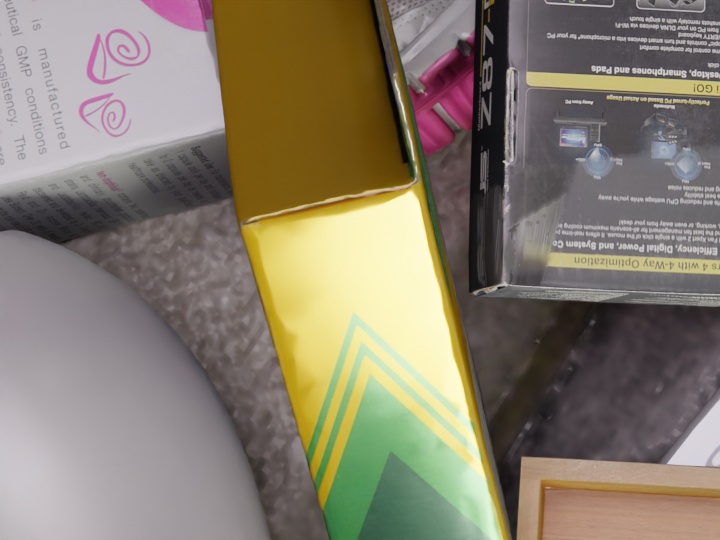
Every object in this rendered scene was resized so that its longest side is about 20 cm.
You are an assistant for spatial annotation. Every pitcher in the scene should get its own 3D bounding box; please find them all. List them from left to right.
[{"bbox_3d":[-0.096,0.106,0.885,0.171,0.121,0.200,-38,86,20],"label":"pitcher"}]

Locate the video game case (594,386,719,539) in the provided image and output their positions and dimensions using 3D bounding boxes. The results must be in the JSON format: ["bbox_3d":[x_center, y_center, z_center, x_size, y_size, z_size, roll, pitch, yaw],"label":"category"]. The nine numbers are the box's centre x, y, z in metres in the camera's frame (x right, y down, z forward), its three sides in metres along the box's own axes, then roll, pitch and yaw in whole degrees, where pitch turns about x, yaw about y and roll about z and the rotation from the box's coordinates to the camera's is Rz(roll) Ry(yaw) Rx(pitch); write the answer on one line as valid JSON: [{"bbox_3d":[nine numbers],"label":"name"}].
[{"bbox_3d":[0.200,0.084,0.898,0.200,0.023,0.182,39,87,9],"label":"video game case"}]

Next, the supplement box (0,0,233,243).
[{"bbox_3d":[-0.137,-0.057,0.911,0.199,0.103,0.102,-14,80,5],"label":"supplement box"}]

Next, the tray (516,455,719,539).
[{"bbox_3d":[0.145,0.112,0.871,0.199,0.037,0.099,3,81,6],"label":"tray"}]

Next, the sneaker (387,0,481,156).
[{"bbox_3d":[0.028,-0.114,0.920,0.088,0.081,0.200,37,80,13],"label":"sneaker"}]

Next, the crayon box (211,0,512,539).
[{"bbox_3d":[0.000,0.000,0.825,0.051,0.126,0.200,-12,125,2],"label":"crayon box"}]

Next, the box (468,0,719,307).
[{"bbox_3d":[0.134,-0.069,0.862,0.199,0.049,0.162,2,84,-11],"label":"box"}]
